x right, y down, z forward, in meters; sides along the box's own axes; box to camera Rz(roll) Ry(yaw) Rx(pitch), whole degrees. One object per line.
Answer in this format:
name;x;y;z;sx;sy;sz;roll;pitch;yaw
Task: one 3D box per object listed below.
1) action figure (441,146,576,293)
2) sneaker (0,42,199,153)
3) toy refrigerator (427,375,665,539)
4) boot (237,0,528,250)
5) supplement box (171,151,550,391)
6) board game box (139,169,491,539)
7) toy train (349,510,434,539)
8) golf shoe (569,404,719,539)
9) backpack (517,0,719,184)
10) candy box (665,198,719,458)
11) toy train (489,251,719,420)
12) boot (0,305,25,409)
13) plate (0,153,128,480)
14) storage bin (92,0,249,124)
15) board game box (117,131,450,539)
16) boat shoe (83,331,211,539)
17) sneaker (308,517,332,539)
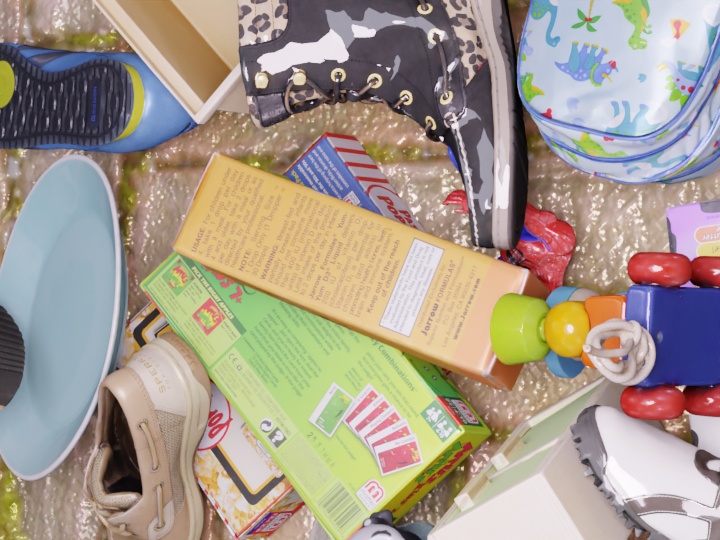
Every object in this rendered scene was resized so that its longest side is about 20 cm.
action figure;0.054;-0.050;1.640;0.201;0.099;0.065;61;148;12
sneaker;-0.174;-0.105;1.779;0.199;0.078;0.066;8;95;46
toy refrigerator;0.106;0.118;1.546;0.076;0.200;0.070;-31;94;23
boot;0.013;-0.100;1.586;0.149;0.073;0.201;-8;78;6
supplement box;0.000;0.000;1.584;0.199;0.067;0.069;19;85;18
board game box;-0.027;0.051;1.649;0.102;0.048;0.200;-43;71;14
toy train;0.055;0.199;1.577;0.085;0.200;0.115;-24;64;26
golf shoe;0.204;0.119;1.488;0.200;0.078;0.095;37;113;-1
backpack;0.163;-0.146;1.576;0.162;0.154;0.201;18;109;19
candy box;0.264;0.054;1.547;0.167;0.071;0.202;-8;85;26
toy train;0.115;0.032;1.476;0.115;0.200;0.085;3;90;33
boot;-0.284;0.068;1.800;0.139;0.077;0.200;-59;35;18
plate;-0.181;0.030;1.750;0.200;0.025;0.202;-28;58;55
storage bin;-0.072;-0.226;1.708;0.200;0.094;0.199;-48;70;18
board game box;-0.039;0.040;1.711;0.200;0.046;0.152;-42;72;19
boat shoe;-0.136;0.121;1.701;0.071;0.064;0.201;41;142;31
sneaker;0.011;0.215;1.678;0.084;0.075;0.201;7;73;-12
